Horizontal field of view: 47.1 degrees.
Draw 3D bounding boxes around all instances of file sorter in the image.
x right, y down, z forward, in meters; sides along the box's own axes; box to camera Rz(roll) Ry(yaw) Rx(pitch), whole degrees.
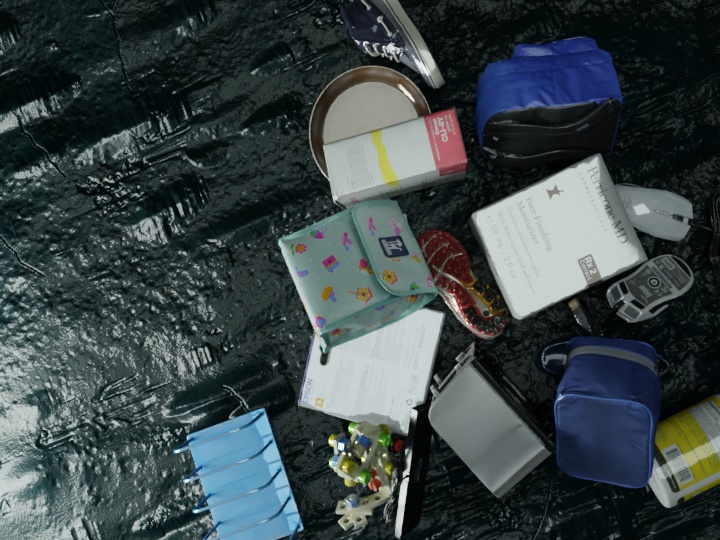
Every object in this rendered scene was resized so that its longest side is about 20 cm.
[{"bbox_3d":[-0.188,0.338,1.273,0.136,0.123,0.204,-19,88,4],"label":"file sorter"}]

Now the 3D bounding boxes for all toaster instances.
[{"bbox_3d":[0.194,0.216,1.213,0.119,0.181,0.200,-44,87,9],"label":"toaster"}]

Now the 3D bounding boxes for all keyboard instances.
[{"bbox_3d":[0.071,0.304,1.243,0.020,0.126,0.205,10,98,28],"label":"keyboard"}]

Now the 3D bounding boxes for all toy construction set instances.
[{"bbox_3d":[0.011,0.309,1.244,0.091,0.203,0.131,23,47,28],"label":"toy construction set"}]

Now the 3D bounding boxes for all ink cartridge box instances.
[{"bbox_3d":[0.053,-0.160,1.211,0.195,0.145,0.085,-15,87,5],"label":"ink cartridge box"},{"bbox_3d":[0.018,0.139,1.296,0.195,0.043,0.201,14,91,8],"label":"ink cartridge box"}]

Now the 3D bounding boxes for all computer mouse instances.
[{"bbox_3d":[0.410,0.047,1.234,0.197,0.044,0.111,-26,58,-11],"label":"computer mouse"},{"bbox_3d":[0.467,-0.081,1.255,0.195,0.044,0.112,13,92,5],"label":"computer mouse"}]

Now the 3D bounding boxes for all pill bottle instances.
[{"bbox_3d":[0.511,0.254,1.215,0.197,0.114,0.116,-27,87,4],"label":"pill bottle"}]

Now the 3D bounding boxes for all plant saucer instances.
[{"bbox_3d":[0.017,-0.218,1.302,0.195,0.032,0.206,0,90,4],"label":"plant saucer"}]

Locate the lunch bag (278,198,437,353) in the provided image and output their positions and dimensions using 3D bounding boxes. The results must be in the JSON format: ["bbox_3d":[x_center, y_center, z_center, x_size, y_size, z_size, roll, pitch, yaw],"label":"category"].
[{"bbox_3d":[0.000,0.000,1.227,0.196,0.122,0.173,-23,67,-5],"label":"lunch bag"}]

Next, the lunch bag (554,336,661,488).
[{"bbox_3d":[0.348,0.195,1.153,0.133,0.133,0.203,7,132,21],"label":"lunch bag"}]

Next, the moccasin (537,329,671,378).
[{"bbox_3d":[0.369,0.129,1.250,0.195,0.068,0.083,-4,89,6],"label":"moccasin"}]

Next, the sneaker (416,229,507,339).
[{"bbox_3d":[0.147,0.026,1.269,0.077,0.082,0.202,-31,70,-7],"label":"sneaker"}]

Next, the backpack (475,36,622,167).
[{"bbox_3d":[0.265,-0.244,1.220,0.195,0.164,0.171,-9,58,6],"label":"backpack"}]

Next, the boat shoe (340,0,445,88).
[{"bbox_3d":[0.048,-0.351,1.286,0.092,0.075,0.203,-32,79,11],"label":"boat shoe"}]

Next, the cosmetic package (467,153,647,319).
[{"bbox_3d":[0.280,-0.046,1.210,0.197,0.165,0.168,-25,88,4],"label":"cosmetic package"}]
